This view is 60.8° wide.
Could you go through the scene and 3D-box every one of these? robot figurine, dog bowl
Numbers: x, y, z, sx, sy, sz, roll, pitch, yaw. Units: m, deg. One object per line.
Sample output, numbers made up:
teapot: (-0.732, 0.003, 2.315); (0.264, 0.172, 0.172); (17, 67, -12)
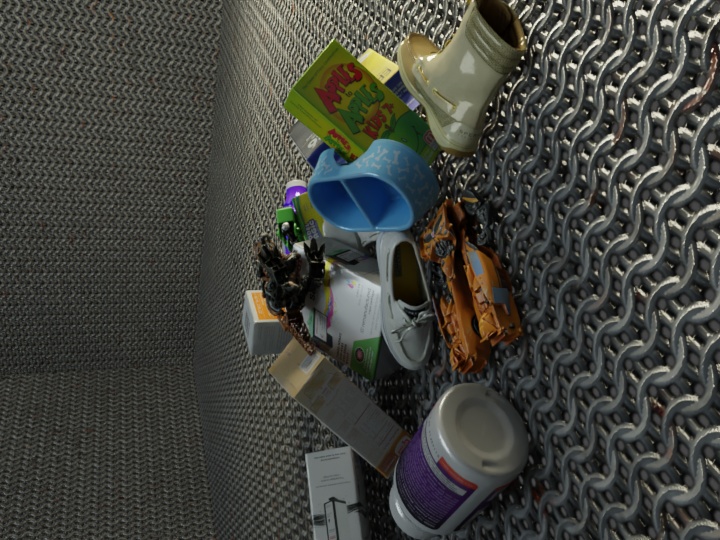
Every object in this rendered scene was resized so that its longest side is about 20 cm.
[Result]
robot figurine: (0.122, 0.006, 0.721); (0.146, 0.056, 0.205); (122, 142, -50)
dog bowl: (0.008, -0.100, 0.779); (0.197, 0.112, 0.050); (2, 48, 47)

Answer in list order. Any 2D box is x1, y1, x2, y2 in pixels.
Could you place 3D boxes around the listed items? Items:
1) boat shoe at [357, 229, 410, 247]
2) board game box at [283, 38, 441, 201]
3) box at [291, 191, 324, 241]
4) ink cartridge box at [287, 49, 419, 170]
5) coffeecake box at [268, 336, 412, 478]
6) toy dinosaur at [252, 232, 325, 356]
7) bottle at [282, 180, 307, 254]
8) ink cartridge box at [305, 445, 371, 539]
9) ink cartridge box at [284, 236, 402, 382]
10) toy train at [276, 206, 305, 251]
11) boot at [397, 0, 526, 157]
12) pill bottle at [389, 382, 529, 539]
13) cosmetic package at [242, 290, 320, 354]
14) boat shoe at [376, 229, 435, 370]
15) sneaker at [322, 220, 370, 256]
boat shoe: (0.048, -0.068, 0.912); (0.199, 0.072, 0.067); (179, 74, -71)
board game box: (0.007, -0.192, 0.803); (0.103, 0.199, 0.047); (-54, 9, -25)
box: (-0.065, -0.033, 1.096); (0.117, 0.047, 0.206); (20, -130, -88)
ink cartridge box: (-0.015, -0.240, 0.943); (0.197, 0.047, 0.201); (-42, 32, 5)
coffeecake box: (-0.031, 0.203, 0.929); (0.074, 0.200, 0.153); (-49, 21, -11)
toy dinosaur: (-0.104, 0.025, 0.906); (0.200, 0.101, 0.137); (46, 140, 13)
bottle: (-0.132, -0.093, 1.331); (0.065, 0.081, 0.207); (139, 127, -62)
ink cartridge box: (-0.031, 0.402, 1.009); (0.146, 0.081, 0.207); (73, -172, -73)
ink cartridge box: (-0.020, 0.052, 0.940); (0.197, 0.083, 0.149); (25, 115, 35)
toy train: (-0.116, -0.062, 1.115); (0.200, 0.040, 0.058); (67, -166, -75)
boot: (0.114, -0.259, 0.724); (0.157, 0.071, 0.204); (115, 145, -48)
pill bottle: (0.101, 0.230, 0.704); (0.203, 0.108, 0.114); (113, 148, -44)
cosmetic package: (-0.111, 0.092, 1.125); (0.102, 0.194, 0.073); (-123, 39, -52)
boat shoe: (0.067, 0.048, 0.797); (0.086, 0.072, 0.209); (-123, 25, -69)
sneaker: (0.000, 0.000, 1.035); (0.088, 0.073, 0.206); (-4, -104, -76)
